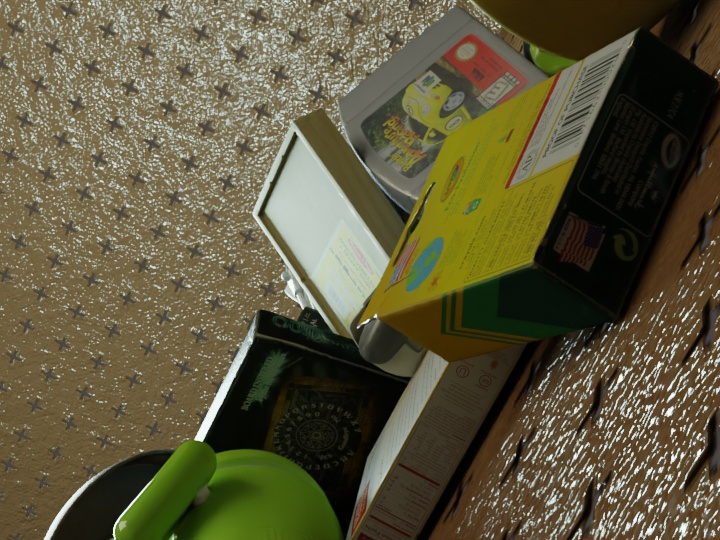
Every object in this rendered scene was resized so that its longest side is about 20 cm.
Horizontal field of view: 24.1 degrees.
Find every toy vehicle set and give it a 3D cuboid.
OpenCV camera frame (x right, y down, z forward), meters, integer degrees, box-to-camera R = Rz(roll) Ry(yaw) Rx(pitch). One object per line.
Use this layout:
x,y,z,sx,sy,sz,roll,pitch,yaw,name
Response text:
0.000,0.000,1.196,0.026,0.200,0.124,-26,-18,-30,toy vehicle set

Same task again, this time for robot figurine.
-0.062,0.180,0.970,0.115,0.176,0.200,-32,26,4,robot figurine

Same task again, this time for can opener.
0.070,-0.018,1.048,0.200,0.053,0.067,-51,6,-5,can opener

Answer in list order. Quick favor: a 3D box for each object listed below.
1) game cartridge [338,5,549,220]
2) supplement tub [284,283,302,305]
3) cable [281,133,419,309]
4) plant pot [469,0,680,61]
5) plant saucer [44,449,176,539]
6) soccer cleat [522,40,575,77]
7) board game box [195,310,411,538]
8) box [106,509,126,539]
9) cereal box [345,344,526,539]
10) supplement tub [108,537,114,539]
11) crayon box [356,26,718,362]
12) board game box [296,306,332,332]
0.063,-0.103,1.173,0.133,0.041,0.200,-43,37,2,game cartridge
0.032,-0.043,1.465,0.201,0.145,0.145,-63,2,3,supplement tub
0.008,-0.007,1.298,0.069,0.201,0.200,-16,-28,-23,cable
0.142,-0.251,0.943,0.189,0.201,0.201,-43,13,37,plant pot
-0.180,0.232,1.312,0.034,0.200,0.201,15,73,43,plant saucer
0.158,-0.171,1.259,0.200,0.067,0.081,-73,-14,-56,soccer cleat
-0.043,0.123,1.170,0.028,0.135,0.200,-86,19,-50,board game box
-0.174,0.295,1.256,0.048,0.117,0.201,1,58,60,box
0.056,0.062,0.975,0.201,0.039,0.144,-63,2,19,cereal box
-0.116,0.245,1.143,0.200,0.122,0.123,-7,52,58,supplement tub
0.078,-0.028,0.813,0.127,0.051,0.200,-64,16,-19,crayon box
-0.061,0.138,1.329,0.200,0.028,0.136,96,-163,-53,board game box
